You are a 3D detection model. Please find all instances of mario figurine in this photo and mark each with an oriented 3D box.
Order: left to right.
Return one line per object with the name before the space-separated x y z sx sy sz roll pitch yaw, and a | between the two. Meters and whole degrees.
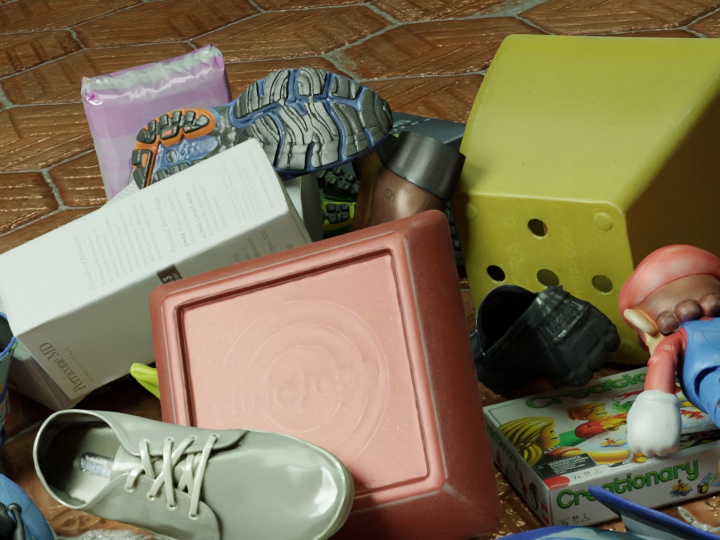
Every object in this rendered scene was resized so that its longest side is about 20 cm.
mario figurine | 0.221 0.067 1.099 0.123 0.106 0.200 23 21 -27

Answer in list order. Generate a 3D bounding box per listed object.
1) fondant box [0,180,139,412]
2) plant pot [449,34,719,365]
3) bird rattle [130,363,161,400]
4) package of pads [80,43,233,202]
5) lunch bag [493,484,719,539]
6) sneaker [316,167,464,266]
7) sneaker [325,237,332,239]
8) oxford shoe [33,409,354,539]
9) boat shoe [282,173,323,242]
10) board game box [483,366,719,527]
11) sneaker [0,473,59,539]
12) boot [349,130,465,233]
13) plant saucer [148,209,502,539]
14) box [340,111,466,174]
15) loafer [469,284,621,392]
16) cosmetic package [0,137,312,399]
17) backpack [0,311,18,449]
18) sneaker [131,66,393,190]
fondant box | -0.192 0.012 1.364 0.200 0.058 0.144 -43 28 -19
plant pot | 0.173 -0.041 1.315 0.199 0.201 0.177 5 36 31
bird rattle | -0.042 0.074 1.147 0.199 0.113 0.163 -2 39 25
package of pads | -0.154 -0.078 1.494 0.120 0.201 0.076 -15 27 -8
lunch bag | 0.151 0.181 0.846 0.199 0.128 0.170 -7 15 -37
sneaker | 0.013 -0.043 1.501 0.198 0.085 0.079 13 65 3
sneaker | -0.072 0.020 1.382 0.199 0.078 0.082 -20 23 -29
oxford shoe | -0.101 0.118 1.013 0.199 0.076 0.058 8 -16 20
boat shoe | -0.065 -0.063 1.385 0.063 0.071 0.200 -12 23 2
board game box | 0.190 0.102 1.137 0.199 0.035 0.126 -13 21 -12
sneaker | -0.215 0.162 1.055 0.078 0.090 0.200 -11 21 -11
boot | 0.000 0.000 1.307 0.068 0.201 0.188 25 -2 -21
plant saucer | -0.031 0.074 1.055 0.198 0.201 0.037 -15 -22 14
box | -0.003 -0.097 1.691 0.199 0.051 0.157 -25 28 -37
loafer | 0.108 0.039 1.207 0.068 0.070 0.200 -46 9 -13
cosmetic package | -0.134 0.001 1.213 0.199 0.102 0.074 -27 57 1
backpack | -0.319 0.087 1.219 0.182 0.136 0.199 -24 26 -36
sneaker | -0.064 -0.095 1.279 0.199 0.076 0.078 -7 -7 27
